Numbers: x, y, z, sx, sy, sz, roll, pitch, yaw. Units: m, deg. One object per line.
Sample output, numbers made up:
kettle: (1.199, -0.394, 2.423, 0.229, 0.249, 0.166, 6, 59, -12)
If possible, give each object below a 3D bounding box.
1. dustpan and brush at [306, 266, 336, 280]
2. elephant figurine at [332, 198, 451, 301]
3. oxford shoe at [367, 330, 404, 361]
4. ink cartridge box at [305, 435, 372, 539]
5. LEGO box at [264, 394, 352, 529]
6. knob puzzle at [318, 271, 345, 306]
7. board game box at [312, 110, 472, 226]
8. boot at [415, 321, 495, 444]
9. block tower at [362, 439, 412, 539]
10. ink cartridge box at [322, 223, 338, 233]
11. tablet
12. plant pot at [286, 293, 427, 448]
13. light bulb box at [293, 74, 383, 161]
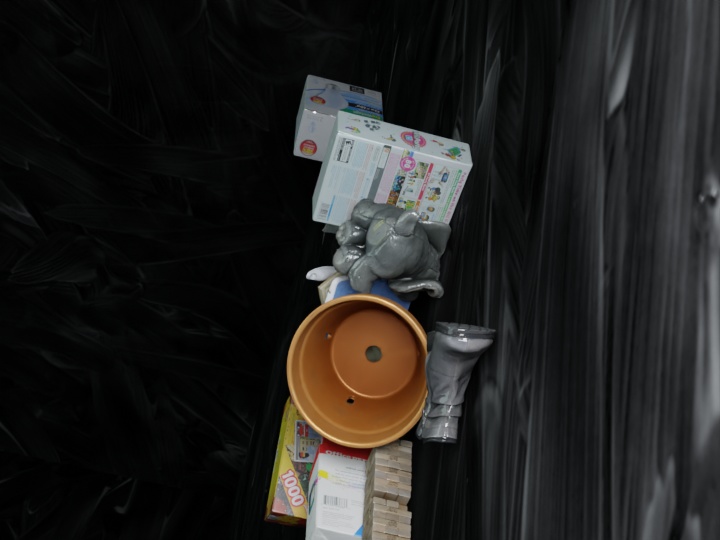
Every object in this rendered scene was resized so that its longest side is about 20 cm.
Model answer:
dustpan and brush: (0.000, 0.000, 1.590, 0.198, 0.057, 0.141, -17, -48, -46)
elephant figurine: (0.070, -0.017, 1.423, 0.143, 0.198, 0.155, -59, 38, 9)
oxford shoe: (0.038, 0.126, 1.536, 0.074, 0.070, 0.201, 56, 165, 25)
ink cartridge box: (-0.013, 0.317, 1.415, 0.201, 0.114, 0.068, -89, 15, -57)
LEGO box: (-0.063, 0.315, 1.636, 0.077, 0.146, 0.203, 121, 160, -61)
knob puzzle: (0.022, 0.046, 1.573, 0.030, 0.218, 0.223, 35, 120, 33)
board game box: (0.043, -0.127, 1.444, 0.065, 0.197, 0.149, -92, 18, -54)
boot: (0.105, 0.132, 1.140, 0.200, 0.068, 0.134, 91, -172, -79)
block tower: (0.035, 0.315, 1.317, 0.202, 0.053, 0.058, -86, 12, -49)
ink cartridge box: (0.035, -0.105, 1.592, 0.200, 0.159, 0.051, 128, 148, -69)
tablet: (0.012, 0.054, 1.530, 0.014, 0.198, 0.132, 35, 120, 33)
plant pot: (0.009, 0.125, 1.384, 0.140, 0.197, 0.203, -35, -39, -78)
light bulb box: (-0.052, -0.353, 2.417, 0.201, 0.195, 0.126, -92, 16, -57)
